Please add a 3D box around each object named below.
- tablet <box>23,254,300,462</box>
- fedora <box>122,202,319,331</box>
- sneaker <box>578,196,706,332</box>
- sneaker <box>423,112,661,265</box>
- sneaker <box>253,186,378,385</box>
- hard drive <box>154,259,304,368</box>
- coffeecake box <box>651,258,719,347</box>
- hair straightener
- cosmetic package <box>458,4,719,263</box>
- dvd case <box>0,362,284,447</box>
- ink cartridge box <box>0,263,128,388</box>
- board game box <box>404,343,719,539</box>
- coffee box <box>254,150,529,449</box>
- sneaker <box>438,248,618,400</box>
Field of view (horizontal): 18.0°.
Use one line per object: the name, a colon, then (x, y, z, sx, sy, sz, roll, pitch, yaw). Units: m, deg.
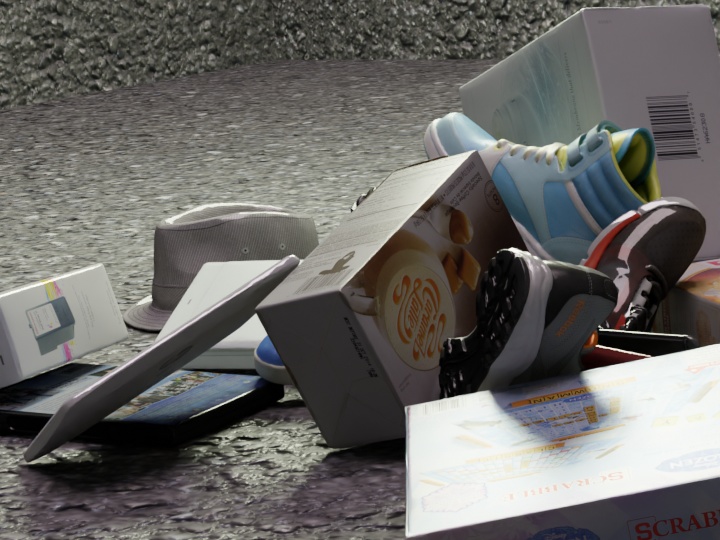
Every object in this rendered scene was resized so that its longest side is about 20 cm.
tablet: (-0.133, 0.060, 1.528, 0.200, 0.014, 0.130, -34, -5, -29)
fedora: (-0.114, -0.011, 1.996, 0.200, 0.090, 0.177, -7, 10, -12)
sneaker: (0.179, 0.036, 1.558, 0.200, 0.077, 0.082, -45, 39, -11)
sneaker: (0.142, -0.078, 1.647, 0.200, 0.131, 0.080, 47, 25, 26)
sneaker: (-0.001, 0.000, 1.667, 0.200, 0.111, 0.077, -26, 35, -27)
hard drive: (-0.047, 0.033, 1.771, 0.200, 0.026, 0.132, -1, 31, 20)
coffeecake box: (0.306, 0.038, 1.596, 0.153, 0.073, 0.200, -8, 11, -15)
hair straightener: (0.152, 0.053, 1.460, 0.077, 0.041, 0.200, -24, 13, -31)
cosmetic package: (0.188, -0.081, 1.773, 0.123, 0.200, 0.200, -5, -12, -27)
dvd case: (-0.176, 0.096, 1.648, 0.200, 0.018, 0.143, 3, 13, 31)
ink cartridge box: (-0.277, 0.054, 1.697, 0.117, 0.067, 0.200, -17, 2, 26)
board game box: (0.125, 0.108, 1.267, 0.200, 0.041, 0.200, -12, 16, 5)
coffee box: (0.030, 0.017, 1.542, 0.080, 0.114, 0.200, -13, 21, 38)
sneaker: (0.098, 0.060, 1.406, 0.079, 0.074, 0.200, 4, -32, -16)
